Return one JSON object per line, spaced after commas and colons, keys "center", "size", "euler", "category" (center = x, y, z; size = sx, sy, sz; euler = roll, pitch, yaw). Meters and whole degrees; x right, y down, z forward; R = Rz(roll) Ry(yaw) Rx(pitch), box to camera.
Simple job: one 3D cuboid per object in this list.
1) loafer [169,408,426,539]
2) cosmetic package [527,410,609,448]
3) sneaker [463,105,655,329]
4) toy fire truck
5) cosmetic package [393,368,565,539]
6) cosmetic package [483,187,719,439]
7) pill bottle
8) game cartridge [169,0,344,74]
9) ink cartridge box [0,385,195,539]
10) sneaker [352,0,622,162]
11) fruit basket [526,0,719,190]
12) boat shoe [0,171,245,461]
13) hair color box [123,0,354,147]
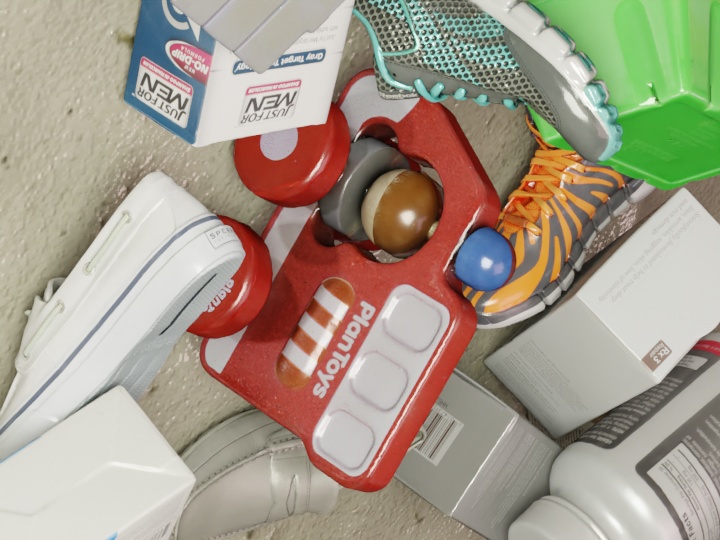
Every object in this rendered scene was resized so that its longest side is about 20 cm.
{"center": [-0.043, 0.119, 1.225], "size": [0.200, 0.070, 0.070], "euler": [-28, 137, -37], "category": "loafer"}
{"center": [0.219, 0.138, 1.460], "size": [0.071, 0.200, 0.105], "euler": [-41, 144, -25], "category": "cosmetic package"}
{"center": [0.116, -0.060, 1.296], "size": [0.200, 0.077, 0.112], "euler": [-47, 138, -24], "category": "sneaker"}
{"center": [0.000, 0.000, 1.095], "size": [0.200, 0.168, 0.112], "euler": [-59, 147, 2], "category": "toy fire truck"}
{"center": [0.085, 0.132, 1.369], "size": [0.090, 0.107, 0.200], "euler": [-57, 148, 0], "category": "cosmetic package"}
{"center": [0.170, 0.033, 1.335], "size": [0.113, 0.081, 0.200], "euler": [-43, 177, -22], "category": "cosmetic package"}
{"center": [0.195, 0.138, 1.317], "size": [0.200, 0.111, 0.111], "euler": [-36, 141, -23], "category": "pill bottle"}
{"center": [-0.019, -0.193, 0.904], "size": [0.200, 0.038, 0.130], "euler": [-42, 129, 14], "category": "game cartridge"}
{"center": [-0.167, 0.157, 1.062], "size": [0.116, 0.067, 0.200], "euler": [-33, 164, -32], "category": "ink cartridge box"}
{"center": [0.051, -0.116, 1.065], "size": [0.091, 0.200, 0.078], "euler": [-48, 167, 9], "category": "sneaker"}
{"center": [0.174, -0.167, 1.165], "size": [0.215, 0.155, 0.216], "euler": [33, 49, -47], "category": "fruit basket"}
{"center": [-0.138, 0.031, 1.038], "size": [0.200, 0.067, 0.074], "euler": [-46, 164, 21], "category": "boat shoe"}
{"center": [-0.048, -0.168, 0.995], "size": [0.100, 0.060, 0.201], "euler": [-14, 127, -46], "category": "hair color box"}
